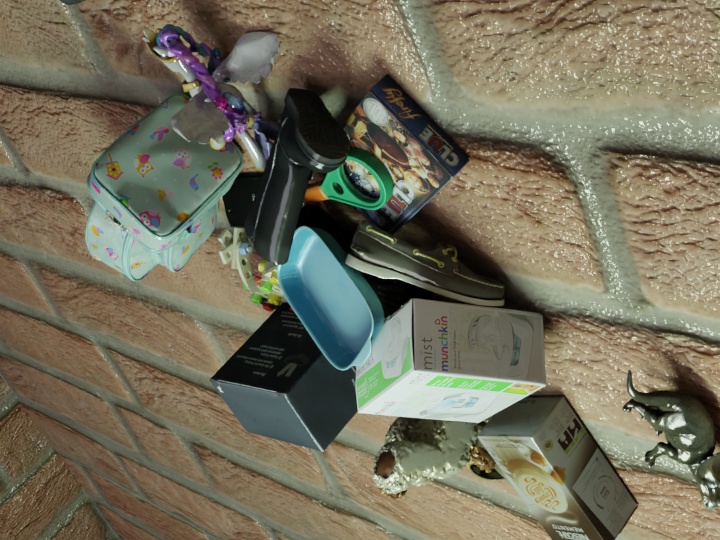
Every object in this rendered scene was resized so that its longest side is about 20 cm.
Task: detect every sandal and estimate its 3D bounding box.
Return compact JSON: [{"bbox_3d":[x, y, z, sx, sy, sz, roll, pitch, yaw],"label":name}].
[{"bbox_3d":[0.188,0.279,1.626,0.199,0.054,0.081,37,150,27],"label":"sandal"}]

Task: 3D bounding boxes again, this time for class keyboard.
[{"bbox_3d":[-0.126,-0.091,1.590,0.199,0.039,0.105,5,109,51],"label":"keyboard"}]

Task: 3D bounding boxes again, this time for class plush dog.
[{"bbox_3d":[0.093,0.246,1.612,0.160,0.201,0.172,28,160,-16],"label":"plush dog"}]

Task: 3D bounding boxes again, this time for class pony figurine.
[{"bbox_3d":[-0.172,-0.212,1.383,0.192,0.167,0.200,29,164,40],"label":"pony figurine"}]

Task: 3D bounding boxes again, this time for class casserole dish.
[{"bbox_3d":[-0.035,0.031,1.413,0.201,0.039,0.121,54,135,24],"label":"casserole dish"}]

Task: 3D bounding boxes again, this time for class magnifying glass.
[{"bbox_3d":[-0.029,-0.104,1.378,0.199,0.022,0.080,-11,121,54],"label":"magnifying glass"}]

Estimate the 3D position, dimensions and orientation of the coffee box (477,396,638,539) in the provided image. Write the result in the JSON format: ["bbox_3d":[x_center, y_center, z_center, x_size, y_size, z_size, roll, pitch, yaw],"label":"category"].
[{"bbox_3d":[0.264,0.268,1.493,0.201,0.080,0.114,53,150,-16],"label":"coffee box"}]

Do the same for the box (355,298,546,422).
[{"bbox_3d":[0.108,0.115,1.394,0.175,0.098,0.200,7,157,-19],"label":"box"}]

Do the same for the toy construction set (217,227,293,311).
[{"bbox_3d":[-0.135,0.006,1.649,0.199,0.093,0.131,22,169,48],"label":"toy construction set"}]

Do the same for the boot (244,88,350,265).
[{"bbox_3d":[-0.082,-0.093,1.341,0.065,0.165,0.201,12,120,-21],"label":"boot"}]

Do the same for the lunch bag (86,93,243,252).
[{"bbox_3d":[-0.266,-0.128,1.531,0.160,0.200,0.077,45,153,-6],"label":"lunch bag"}]

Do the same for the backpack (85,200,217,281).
[{"bbox_3d":[-0.304,-0.083,1.639,0.153,0.200,0.176,36,149,13],"label":"backpack"}]

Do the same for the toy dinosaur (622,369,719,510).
[{"bbox_3d":[0.365,0.175,1.273,0.102,0.077,0.201,-8,118,41],"label":"toy dinosaur"}]

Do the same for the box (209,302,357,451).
[{"bbox_3d":[-0.080,0.144,1.647,0.196,0.200,0.118,3,132,51],"label":"box"}]

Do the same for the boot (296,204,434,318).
[{"bbox_3d":[0.002,-0.001,1.477,0.157,0.080,0.211,9,144,54],"label":"boot"}]

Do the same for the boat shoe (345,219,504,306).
[{"bbox_3d":[0.084,-0.007,1.355,0.200,0.061,0.072,17,-175,3],"label":"boat shoe"}]

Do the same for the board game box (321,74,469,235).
[{"bbox_3d":[0.032,-0.128,1.323,0.135,0.035,0.200,45,151,-1],"label":"board game box"}]

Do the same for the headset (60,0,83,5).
[{"bbox_3d":[-0.294,-0.381,1.344,0.199,0.125,0.094,-13,146,37],"label":"headset"}]
